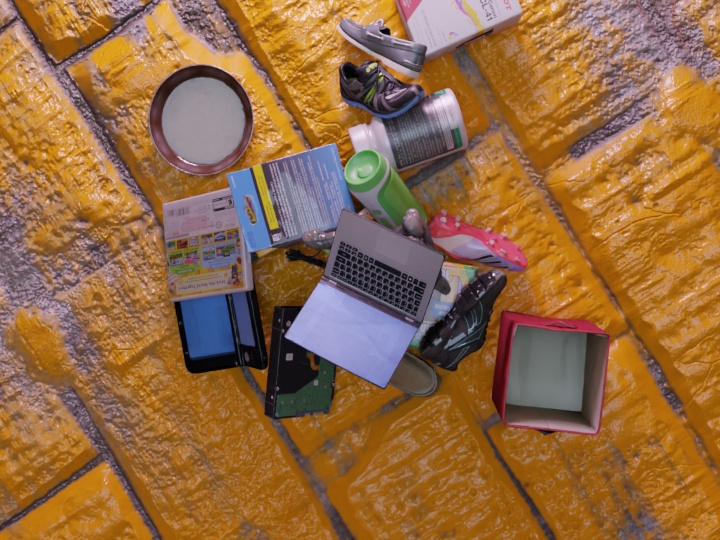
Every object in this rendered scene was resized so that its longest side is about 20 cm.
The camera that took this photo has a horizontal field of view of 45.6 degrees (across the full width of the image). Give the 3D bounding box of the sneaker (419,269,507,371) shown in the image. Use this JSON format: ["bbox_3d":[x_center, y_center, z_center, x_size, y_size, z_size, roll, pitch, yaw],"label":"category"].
[{"bbox_3d":[0.188,0.086,1.467,0.079,0.076,0.200,38,101,-15],"label":"sneaker"}]

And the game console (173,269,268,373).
[{"bbox_3d":[-0.263,0.090,1.580,0.115,0.175,0.203,-12,95,-25],"label":"game console"}]

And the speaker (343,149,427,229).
[{"bbox_3d":[0.047,-0.126,1.507,0.087,0.200,0.090,-15,55,23],"label":"speaker"}]

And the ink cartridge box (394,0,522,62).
[{"bbox_3d":[0.169,-0.479,1.530,0.197,0.086,0.150,-23,93,5],"label":"ink cartridge box"}]

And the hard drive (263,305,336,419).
[{"bbox_3d":[-0.105,0.167,1.577,0.138,0.038,0.204,1,96,-40],"label":"hard drive"}]

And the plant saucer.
[{"bbox_3d":[-0.293,-0.278,1.590,0.197,0.034,0.204,0,95,2],"label":"plant saucer"}]

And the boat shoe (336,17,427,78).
[{"bbox_3d":[0.040,-0.409,1.518,0.199,0.072,0.062,39,115,29],"label":"boat shoe"}]

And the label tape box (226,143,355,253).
[{"bbox_3d":[-0.118,-0.120,1.485,0.197,0.063,0.146,-16,86,-7],"label":"label tape box"}]

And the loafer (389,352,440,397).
[{"bbox_3d":[0.059,0.178,1.594,0.198,0.067,0.077,28,95,0],"label":"loafer"}]

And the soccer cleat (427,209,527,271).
[{"bbox_3d":[0.212,-0.042,1.581,0.198,0.067,0.077,25,126,-5],"label":"soccer cleat"}]

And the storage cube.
[{"bbox_3d":[0.332,0.178,1.528,0.168,0.180,0.204,6,96,2],"label":"storage cube"}]

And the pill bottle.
[{"bbox_3d":[0.085,-0.241,1.538,0.197,0.113,0.115,-19,94,3],"label":"pill bottle"}]

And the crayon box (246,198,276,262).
[{"bbox_3d":[-0.156,-0.109,1.589,0.198,0.052,0.127,-28,93,5],"label":"crayon box"}]

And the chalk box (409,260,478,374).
[{"bbox_3d":[0.137,0.083,1.556,0.122,0.124,0.204,8,94,1],"label":"chalk box"}]

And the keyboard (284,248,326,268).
[{"bbox_3d":[-0.064,-0.054,1.569,0.197,0.021,0.128,18,112,-19],"label":"keyboard"}]

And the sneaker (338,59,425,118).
[{"bbox_3d":[0.028,-0.323,1.502,0.071,0.198,0.083,-40,133,-25],"label":"sneaker"}]

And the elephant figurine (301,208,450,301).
[{"bbox_3d":[0.027,-0.013,1.448,0.198,0.141,0.157,-22,69,14],"label":"elephant figurine"}]

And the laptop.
[{"bbox_3d":[0.006,0.041,1.346,0.185,0.116,0.202,25,117,14],"label":"laptop"}]

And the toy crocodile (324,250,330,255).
[{"bbox_3d":[0.000,0.000,1.565,0.067,0.062,0.200,-41,117,9],"label":"toy crocodile"}]

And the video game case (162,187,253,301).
[{"bbox_3d":[-0.279,-0.045,1.554,0.198,0.023,0.185,-8,85,34],"label":"video game case"}]
